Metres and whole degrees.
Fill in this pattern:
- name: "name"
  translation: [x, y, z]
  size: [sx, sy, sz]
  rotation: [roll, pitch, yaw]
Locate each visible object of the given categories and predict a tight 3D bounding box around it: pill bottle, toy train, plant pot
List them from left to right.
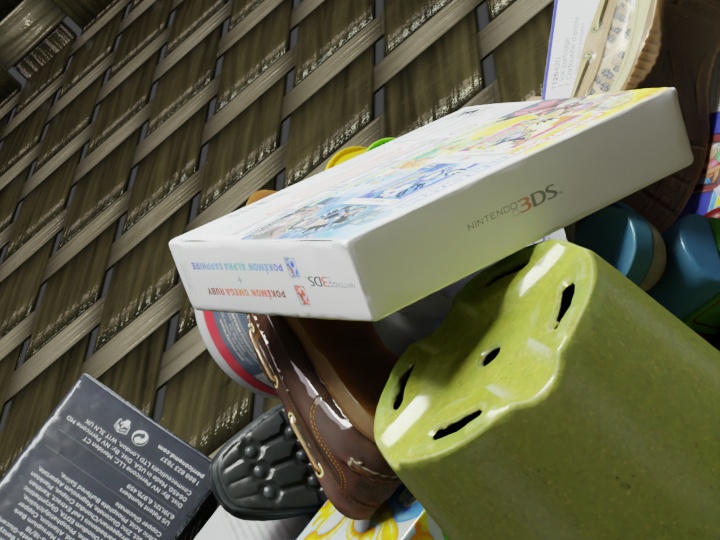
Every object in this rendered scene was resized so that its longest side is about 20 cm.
- name: "pill bottle"
  translation: [0.000, 0.000, 1.204]
  size: [0.200, 0.120, 0.120]
  rotation: [-23, 30, 50]
- name: "toy train"
  translation: [0.118, 0.036, 1.045]
  size: [0.200, 0.115, 0.085]
  rotation: [-41, 47, 40]
- name: "plant pot"
  translation: [0.112, 0.092, 0.933]
  size: [0.200, 0.184, 0.201]
  rotation: [-40, 21, 18]

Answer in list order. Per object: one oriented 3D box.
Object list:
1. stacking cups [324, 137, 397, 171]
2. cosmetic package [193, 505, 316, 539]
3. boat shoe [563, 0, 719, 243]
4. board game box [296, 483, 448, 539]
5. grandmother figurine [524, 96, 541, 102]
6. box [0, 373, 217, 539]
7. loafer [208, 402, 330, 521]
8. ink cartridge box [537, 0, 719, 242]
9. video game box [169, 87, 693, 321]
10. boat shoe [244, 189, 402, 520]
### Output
- name: "stacking cups"
  translation: [0.050, -0.063, 1.236]
  size: [0.061, 0.060, 0.200]
  rotation: [-55, 20, -25]
- name: "cosmetic package"
  translation: [-0.077, 0.215, 1.186]
  size: [0.200, 0.071, 0.101]
  rotation: [-51, 26, 6]
- name: "boat shoe"
  translation: [0.148, -0.095, 1.099]
  size: [0.063, 0.073, 0.201]
  rotation: [2, 68, 57]
- name: "board game box"
  translation: [0.036, 0.159, 1.070]
  size: [0.200, 0.105, 0.103]
  rotation: [-51, 22, -13]
- name: "grandmother figurine"
  translation: [0.087, -0.029, 1.356]
  size: [0.200, 0.060, 0.122]
  rotation: [-56, -24, -48]
- name: "box"
  translation: [-0.194, 0.201, 1.324]
  size: [0.200, 0.117, 0.197]
  rotation: [-54, -6, -22]
- name: "loafer"
  translation: [0.003, 0.095, 1.154]
  size: [0.200, 0.068, 0.070]
  rotation: [-20, -11, -26]
- name: "ink cartridge box"
  translation: [0.178, -0.077, 1.144]
  size: [0.200, 0.047, 0.198]
  rotation: [-8, 70, 55]
- name: "video game box"
  translation: [0.032, -0.034, 1.003]
  size: [0.200, 0.047, 0.182]
  rotation: [-26, 11, -27]
- name: "boat shoe"
  translation: [-0.027, 0.042, 1.079]
  size: [0.070, 0.070, 0.200]
  rotation: [-61, 37, 32]
